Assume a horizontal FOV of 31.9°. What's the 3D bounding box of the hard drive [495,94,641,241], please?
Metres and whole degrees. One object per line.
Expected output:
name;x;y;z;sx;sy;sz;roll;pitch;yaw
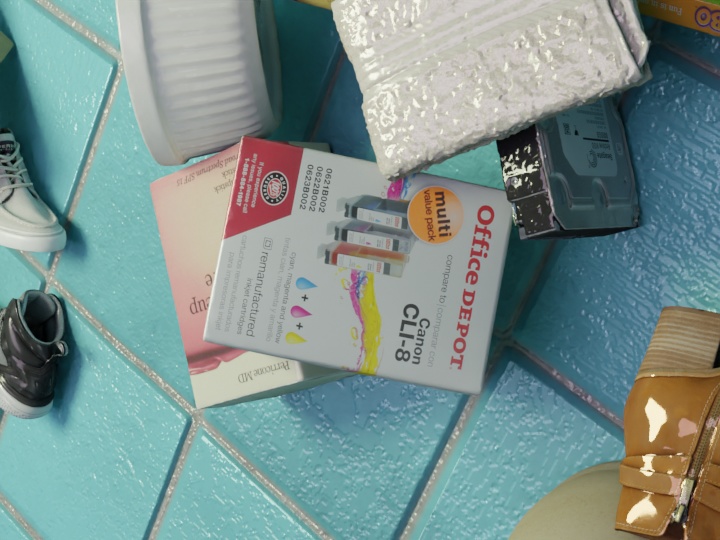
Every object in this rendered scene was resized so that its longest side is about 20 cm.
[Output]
hard drive;0.135;-0.123;0.874;0.038;0.139;0.203;-14;84;36

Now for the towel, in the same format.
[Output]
towel;0.080;-0.149;0.805;0.198;0.034;0.134;-21;81;26

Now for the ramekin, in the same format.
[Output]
ramekin;-0.127;-0.192;1.037;0.104;0.200;0.203;-7;88;4

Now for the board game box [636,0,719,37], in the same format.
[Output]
board game box;0.223;-0.192;0.831;0.199;0.095;0.030;28;136;31

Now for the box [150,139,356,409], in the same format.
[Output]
box;-0.082;0.004;1.066;0.127;0.108;0.203;-18;81;36

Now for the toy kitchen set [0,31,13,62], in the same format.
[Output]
toy kitchen set;-0.497;-0.193;1.275;0.162;0.201;0.180;-31;118;33

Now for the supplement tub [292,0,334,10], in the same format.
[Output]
supplement tub;0.027;-0.259;0.944;0.198;0.145;0.147;21;105;34

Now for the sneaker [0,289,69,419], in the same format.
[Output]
sneaker;-0.374;0.052;1.315;0.200;0.075;0.114;43;116;21

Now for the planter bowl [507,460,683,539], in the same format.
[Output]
planter bowl;0.168;0.243;0.874;0.198;0.134;0.203;2;93;37

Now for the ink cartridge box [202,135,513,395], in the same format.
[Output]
ink cartridge box;0.000;0.000;0.916;0.197;0.145;0.147;11;87;-2

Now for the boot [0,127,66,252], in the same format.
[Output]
boot;-0.372;-0.093;1.300;0.199;0.073;0.097;26;114;34

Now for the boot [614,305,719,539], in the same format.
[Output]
boot;0.260;0.113;0.792;0.198;0.077;0.157;11;75;25
